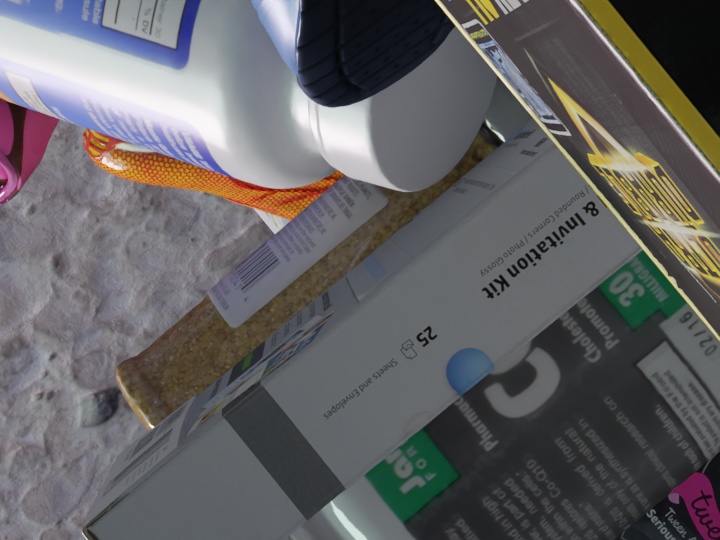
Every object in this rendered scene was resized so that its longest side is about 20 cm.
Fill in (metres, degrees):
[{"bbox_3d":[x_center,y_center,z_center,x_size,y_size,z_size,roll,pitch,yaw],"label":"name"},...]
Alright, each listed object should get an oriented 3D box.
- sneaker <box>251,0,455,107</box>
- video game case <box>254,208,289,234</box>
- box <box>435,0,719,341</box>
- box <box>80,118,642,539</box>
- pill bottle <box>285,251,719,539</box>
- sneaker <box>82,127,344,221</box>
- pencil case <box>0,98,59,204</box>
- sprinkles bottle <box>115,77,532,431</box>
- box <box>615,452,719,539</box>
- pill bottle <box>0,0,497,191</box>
[{"bbox_3d":[-0.021,-0.128,0.819,0.082,0.074,0.200,49,171,34],"label":"sneaker"},{"bbox_3d":[-0.062,-0.136,1.193,0.200,0.022,0.182,50,144,26],"label":"video game case"},{"bbox_3d":[0.070,-0.036,0.533,0.160,0.049,0.200,52,180,-4],"label":"box"},{"bbox_3d":[0.012,0.015,0.766,0.041,0.200,0.156,50,180,-4],"label":"box"},{"bbox_3d":[0.044,0.063,0.952,0.113,0.200,0.113,50,180,0],"label":"pill bottle"},{"bbox_3d":[-0.019,-0.040,1.085,0.200,0.077,0.073,2,-151,-25],"label":"sneaker"},{"bbox_3d":[-0.145,-0.129,1.109,0.094,0.200,0.091,34,152,-23],"label":"pencil case"},{"bbox_3d":[0.000,0.000,1.017,0.068,0.200,0.068,50,-179,-1],"label":"sprinkles bottle"},{"bbox_3d":[0.189,0.156,1.124,0.200,0.115,0.132,51,-179,2],"label":"box"},{"bbox_3d":[-0.051,-0.095,0.982,0.200,0.112,0.112,19,163,31],"label":"pill bottle"}]
